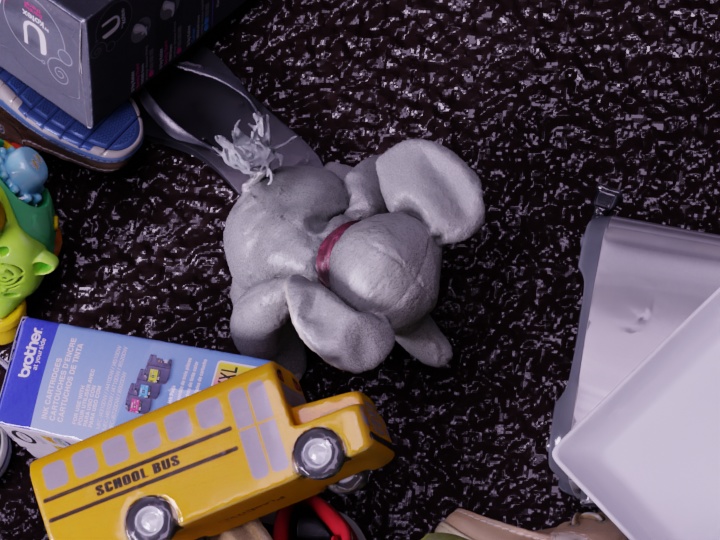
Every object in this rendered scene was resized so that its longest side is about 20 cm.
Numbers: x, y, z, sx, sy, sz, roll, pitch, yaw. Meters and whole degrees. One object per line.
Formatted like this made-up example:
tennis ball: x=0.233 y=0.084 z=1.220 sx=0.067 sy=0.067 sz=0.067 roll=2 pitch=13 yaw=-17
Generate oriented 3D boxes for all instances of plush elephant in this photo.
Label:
plush elephant: x=0.000 y=0.000 z=1.628 sx=0.165 sy=0.200 sz=0.155 roll=-46 pitch=53 yaw=-13

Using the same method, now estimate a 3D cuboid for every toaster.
toaster: x=0.192 y=0.051 z=1.618 sx=0.128 sy=0.114 sz=0.202 roll=8 pitch=74 yaw=12

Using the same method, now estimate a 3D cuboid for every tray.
tray: x=0.217 y=0.077 z=1.539 sx=0.200 sy=0.022 sz=0.107 roll=-43 pitch=75 yaw=-3

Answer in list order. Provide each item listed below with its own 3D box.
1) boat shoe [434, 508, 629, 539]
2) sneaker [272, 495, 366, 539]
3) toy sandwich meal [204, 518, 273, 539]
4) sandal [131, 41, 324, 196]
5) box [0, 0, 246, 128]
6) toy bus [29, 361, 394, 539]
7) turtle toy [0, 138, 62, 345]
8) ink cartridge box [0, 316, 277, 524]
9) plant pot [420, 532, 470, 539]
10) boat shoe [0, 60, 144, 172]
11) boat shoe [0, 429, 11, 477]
boat shoe: x=0.143 y=0.179 z=1.607 sx=0.199 sy=0.071 sz=0.065 roll=21 pitch=80 yaw=9
sneaker: x=-0.011 y=0.226 z=1.601 sx=0.078 sy=0.116 sz=0.201 roll=-28 pitch=67 yaw=2
toy sandwich meal: x=-0.109 y=0.223 z=1.619 sx=0.204 sy=0.070 sz=0.207 roll=-7 pitch=77 yaw=33
sandal: x=-0.102 y=-0.106 z=1.780 sx=0.199 sy=0.043 sz=0.076 roll=34 pitch=81 yaw=21
box: x=-0.155 y=-0.211 z=1.759 sx=0.122 sy=0.106 sz=0.200 roll=33 pitch=58 yaw=22
toy bus: x=-0.085 y=0.113 z=1.543 sx=0.199 sy=0.065 sz=0.079 roll=-23 pitch=72 yaw=9
turtle toy: x=-0.274 y=-0.052 z=1.761 sx=0.199 sy=0.146 sz=0.101 roll=29 pitch=60 yaw=21
ink cartridge box: x=-0.140 y=0.093 z=1.667 sx=0.198 sy=0.137 sz=0.077 roll=8 pitch=72 yaw=16
plant pot: x=0.085 y=0.241 z=1.492 sx=0.184 sy=0.200 sz=0.201 roll=26 pitch=77 yaw=45
boat shoe: x=-0.227 y=-0.117 z=1.795 sx=0.199 sy=0.073 sz=0.072 roll=33 pitch=53 yaw=21
boat shoe: x=-0.325 y=0.104 z=1.749 sx=0.198 sy=0.062 sz=0.075 roll=13 pitch=73 yaw=16
